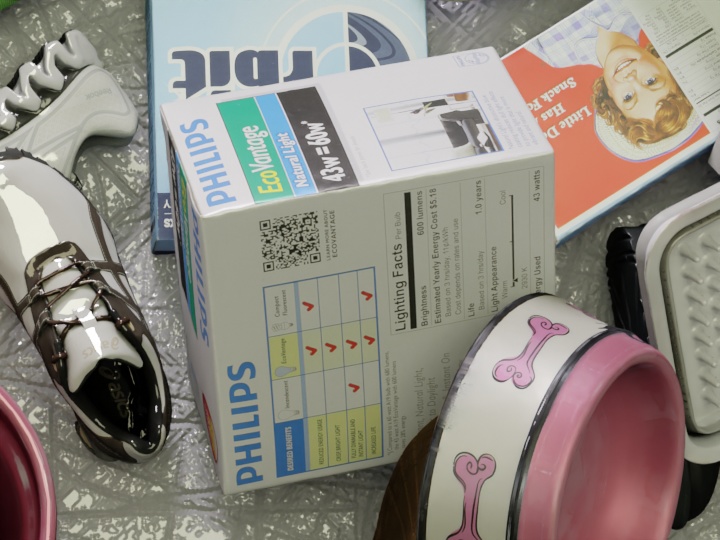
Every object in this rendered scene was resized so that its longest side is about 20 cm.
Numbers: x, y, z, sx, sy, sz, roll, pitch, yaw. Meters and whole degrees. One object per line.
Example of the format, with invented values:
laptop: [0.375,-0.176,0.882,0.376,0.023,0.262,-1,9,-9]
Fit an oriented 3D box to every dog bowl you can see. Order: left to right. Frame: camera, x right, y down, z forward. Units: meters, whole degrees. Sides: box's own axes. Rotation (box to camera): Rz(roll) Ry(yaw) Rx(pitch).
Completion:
dog bowl: [0.110,0.116,1.457,0.074,0.200,0.200,13,74,28]

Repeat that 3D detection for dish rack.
dish rack: [0.244,0.003,1.538,0.200,0.044,0.172,-26,124,-19]

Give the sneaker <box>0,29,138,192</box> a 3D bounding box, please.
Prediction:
sneaker: [-0.215,-0.052,1.578,0.200,0.075,0.081,-43,96,-13]

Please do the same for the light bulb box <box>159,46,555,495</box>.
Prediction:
light bulb box: [0.000,0.000,1.518,0.200,0.125,0.198,-10,125,-10]

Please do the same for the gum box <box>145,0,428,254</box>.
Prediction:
gum box: [-0.044,-0.111,1.624,0.170,0.045,0.200,0,79,-8]

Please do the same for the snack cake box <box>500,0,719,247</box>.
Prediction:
snack cake box: [0.163,-0.108,1.640,0.200,0.067,0.115,-31,86,-12]

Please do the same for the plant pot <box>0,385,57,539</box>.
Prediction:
plant pot: [-0.268,0.148,1.470,0.200,0.179,0.200,2,78,-8]

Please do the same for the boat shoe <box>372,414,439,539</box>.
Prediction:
boat shoe: [0.047,0.163,1.522,0.072,0.200,0.072,10,33,-14]

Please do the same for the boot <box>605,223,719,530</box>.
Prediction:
boot: [0.240,0.052,1.620,0.162,0.073,0.199,-4,81,-15]

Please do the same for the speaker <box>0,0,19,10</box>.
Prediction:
speaker: [-0.235,-0.189,1.593,0.200,0.088,0.089,-30,84,-12]

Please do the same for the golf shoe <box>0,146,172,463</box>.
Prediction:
golf shoe: [-0.159,0.020,1.530,0.078,0.094,0.200,-32,102,-10]

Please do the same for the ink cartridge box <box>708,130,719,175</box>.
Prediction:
ink cartridge box: [0.285,-0.100,1.592,0.200,0.117,0.068,-17,50,-32]
